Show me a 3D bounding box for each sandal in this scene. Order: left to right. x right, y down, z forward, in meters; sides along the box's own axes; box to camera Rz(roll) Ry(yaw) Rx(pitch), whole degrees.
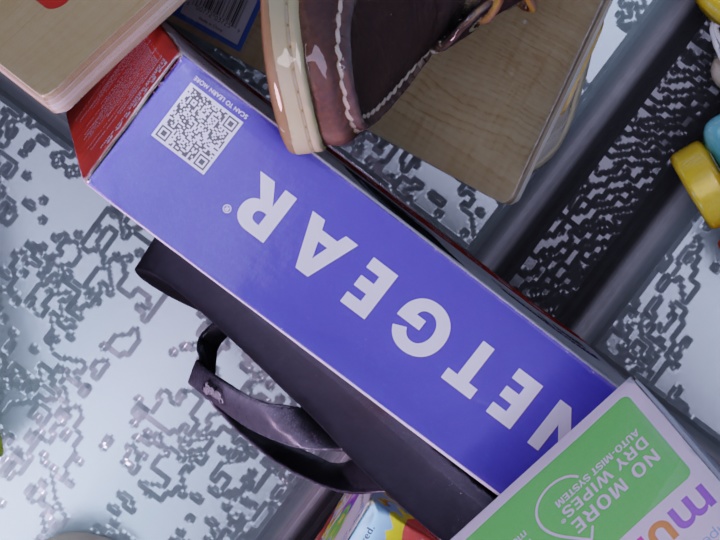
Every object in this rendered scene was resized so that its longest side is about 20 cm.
[{"bbox_3d":[-0.016,0.048,0.876,0.043,0.076,0.200,-52,49,2],"label":"sandal"}]

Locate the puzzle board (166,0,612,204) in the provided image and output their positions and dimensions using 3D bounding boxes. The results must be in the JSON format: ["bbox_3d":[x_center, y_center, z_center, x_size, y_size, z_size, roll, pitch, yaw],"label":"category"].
[{"bbox_3d":[0.005,-0.132,0.923,0.200,0.017,0.151,30,102,27],"label":"puzzle board"}]

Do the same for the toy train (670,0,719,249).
[{"bbox_3d":[0.181,-0.083,0.927,0.150,0.056,0.201,9,90,10],"label":"toy train"}]

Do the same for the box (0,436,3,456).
[{"bbox_3d":[-0.169,-0.021,0.926,0.047,0.122,0.201,-11,95,2],"label":"box"}]

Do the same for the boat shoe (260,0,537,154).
[{"bbox_3d":[0.024,-0.106,0.813,0.072,0.200,0.072,1,126,18],"label":"boat shoe"}]

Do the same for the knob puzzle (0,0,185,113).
[{"bbox_3d":[-0.071,-0.152,0.907,0.219,0.220,0.030,-33,135,3],"label":"knob puzzle"}]

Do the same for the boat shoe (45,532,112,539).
[{"bbox_3d":[-0.112,0.197,0.974,0.071,0.068,0.201,5,97,-2],"label":"boat shoe"}]

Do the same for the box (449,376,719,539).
[{"bbox_3d":[0.066,0.162,0.802,0.200,0.097,0.176,-43,136,5],"label":"box"}]

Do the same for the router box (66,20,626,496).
[{"bbox_3d":[0.000,0.000,0.883,0.200,0.180,0.049,37,93,-12],"label":"router box"}]

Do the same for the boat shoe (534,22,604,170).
[{"bbox_3d":[0.065,-0.129,0.940,0.073,0.069,0.201,8,95,0],"label":"boat shoe"}]

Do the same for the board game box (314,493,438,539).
[{"bbox_3d":[0.063,0.163,0.949,0.199,0.105,0.103,31,95,-3],"label":"board game box"}]
